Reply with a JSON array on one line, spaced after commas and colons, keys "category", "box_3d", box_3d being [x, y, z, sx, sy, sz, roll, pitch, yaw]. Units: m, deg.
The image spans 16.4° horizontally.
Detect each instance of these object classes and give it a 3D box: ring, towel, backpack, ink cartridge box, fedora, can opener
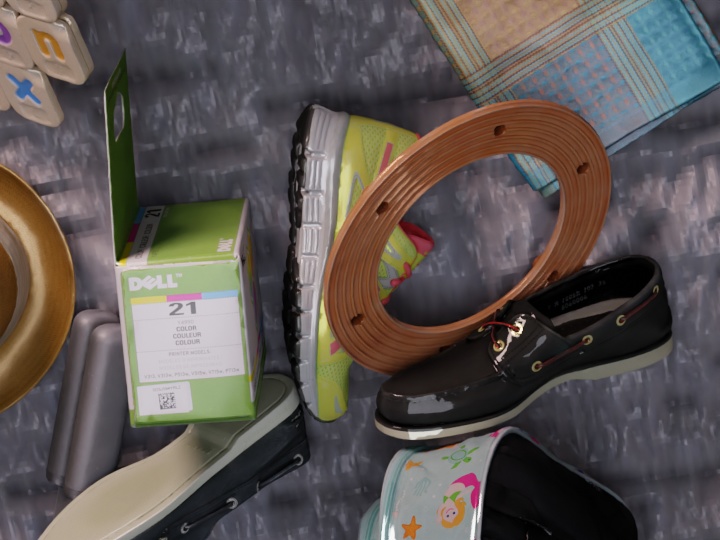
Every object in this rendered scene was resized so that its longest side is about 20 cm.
[{"category": "ring", "box_3d": [0.063, -0.020, 1.499, 0.200, 0.019, 0.201, -21, 137, -21]}, {"category": "towel", "box_3d": [0.117, -0.160, 1.515, 0.147, 0.022, 0.200, -32, 102, 8]}, {"category": "backpack", "box_3d": [0.079, 0.191, 1.504, 0.150, 0.178, 0.200, -9, 150, 26]}, {"category": "ink cartridge box", "box_3d": [-0.104, -0.024, 1.488, 0.076, 0.148, 0.200, -4, 105, 1]}, {"category": "fedora", "box_3d": [-0.276, 0.021, 1.535, 0.200, 0.082, 0.201, 0, 105, 1]}, {"category": "can opener", "box_3d": [-0.162, 0.125, 1.588, 0.067, 0.053, 0.200, 2, 107, -33]}]

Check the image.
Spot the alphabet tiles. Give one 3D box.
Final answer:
[{"category": "alphabet tiles", "box_3d": [-0.243, -0.166, 1.445, 0.200, 0.015, 0.196, 19, 147, 32]}]

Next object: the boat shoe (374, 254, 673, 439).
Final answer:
[{"category": "boat shoe", "box_3d": [0.097, 0.046, 1.520, 0.201, 0.074, 0.063, -20, 120, -16]}]

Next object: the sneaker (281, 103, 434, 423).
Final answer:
[{"category": "sneaker", "box_3d": [0.000, 0.000, 1.533, 0.090, 0.078, 0.200, 2, 109, -10]}]

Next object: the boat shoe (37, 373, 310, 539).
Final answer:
[{"category": "boat shoe", "box_3d": [-0.111, 0.145, 1.551, 0.199, 0.074, 0.066, -39, 122, -25]}]
